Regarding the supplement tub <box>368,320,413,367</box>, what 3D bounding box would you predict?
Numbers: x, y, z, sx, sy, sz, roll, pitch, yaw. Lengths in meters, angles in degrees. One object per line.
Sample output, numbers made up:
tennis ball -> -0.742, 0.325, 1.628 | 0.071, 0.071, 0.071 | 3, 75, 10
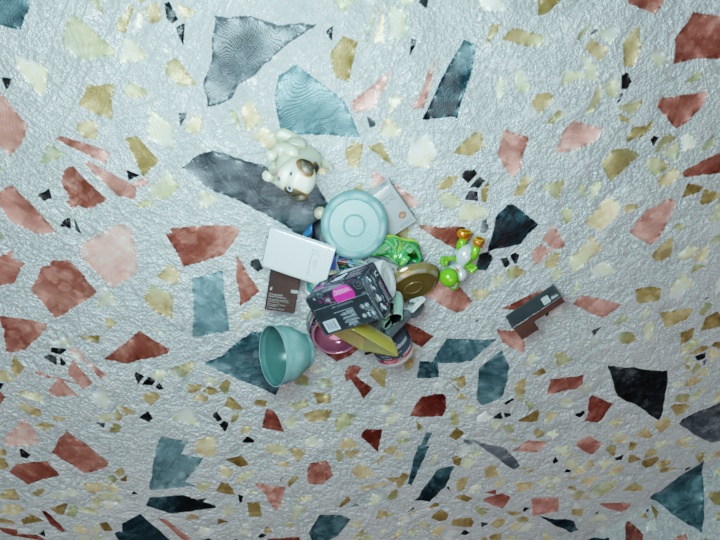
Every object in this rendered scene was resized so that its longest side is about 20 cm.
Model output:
supplement tub -> 0.086, 0.212, 1.758 | 0.139, 0.141, 0.201 | -23, 121, 8

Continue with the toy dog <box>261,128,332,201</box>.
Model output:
toy dog -> -0.172, -0.265, 1.407 | 0.192, 0.201, 0.140 | 20, 118, -17

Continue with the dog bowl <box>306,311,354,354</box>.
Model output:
dog bowl -> -0.084, 0.198, 1.770 | 0.198, 0.074, 0.202 | -3, 122, -4

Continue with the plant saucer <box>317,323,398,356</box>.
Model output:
plant saucer -> -0.003, 0.195, 1.604 | 0.199, 0.199, 0.049 | 33, 70, -31

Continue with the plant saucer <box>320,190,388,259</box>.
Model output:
plant saucer -> -0.018, -0.132, 1.520 | 0.198, 0.027, 0.203 | 0, 98, 1

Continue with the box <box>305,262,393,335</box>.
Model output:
box -> -0.030, 0.082, 1.480 | 0.198, 0.115, 0.133 | -20, 108, 29

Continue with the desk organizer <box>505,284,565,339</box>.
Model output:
desk organizer -> 0.618, 0.147, 1.822 | 0.199, 0.072, 0.077 | -37, 120, 15

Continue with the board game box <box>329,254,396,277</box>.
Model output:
board game box -> 0.000, 0.000, 1.657 | 0.198, 0.035, 0.126 | 18, 140, -17

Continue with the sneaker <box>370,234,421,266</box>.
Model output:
sneaker -> 0.113, -0.058, 1.596 | 0.198, 0.084, 0.074 | 0, 143, -34

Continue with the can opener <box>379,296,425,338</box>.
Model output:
can opener -> 0.143, 0.151, 1.671 | 0.200, 0.052, 0.067 | -39, 113, -29

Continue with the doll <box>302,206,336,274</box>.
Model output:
doll -> -0.119, -0.091, 1.574 | 0.135, 0.048, 0.203 | 1, 102, 20

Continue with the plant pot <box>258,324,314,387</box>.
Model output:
plant pot -> -0.237, 0.276, 1.748 | 0.133, 0.200, 0.202 | -3, 126, -37

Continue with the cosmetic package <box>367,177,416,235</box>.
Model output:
cosmetic package -> 0.047, -0.161, 1.583 | 0.199, 0.052, 0.151 | -33, 122, 13

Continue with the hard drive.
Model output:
hard drive -> -0.182, -0.040, 1.540 | 0.198, 0.027, 0.133 | 18, 119, 0

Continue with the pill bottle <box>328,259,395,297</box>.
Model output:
pill bottle -> -0.003, 0.047, 1.590 | 0.198, 0.120, 0.120 | -14, 124, 25

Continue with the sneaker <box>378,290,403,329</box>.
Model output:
sneaker -> 0.040, 0.138, 1.635 | 0.198, 0.119, 0.074 | -19, 127, 12

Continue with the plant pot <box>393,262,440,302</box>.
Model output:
plant pot -> 0.168, 0.048, 1.689 | 0.198, 0.028, 0.201 | -13, 145, -9

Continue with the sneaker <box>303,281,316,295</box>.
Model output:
sneaker -> -0.084, 0.067, 1.694 | 0.198, 0.078, 0.080 | 17, 109, -16

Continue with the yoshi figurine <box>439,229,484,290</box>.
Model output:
yoshi figurine -> 0.311, -0.023, 1.656 | 0.111, 0.113, 0.202 | 13, 115, -13

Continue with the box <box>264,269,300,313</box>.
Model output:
box -> -0.240, 0.031, 1.653 | 0.099, 0.075, 0.202 | 8, 118, -10
